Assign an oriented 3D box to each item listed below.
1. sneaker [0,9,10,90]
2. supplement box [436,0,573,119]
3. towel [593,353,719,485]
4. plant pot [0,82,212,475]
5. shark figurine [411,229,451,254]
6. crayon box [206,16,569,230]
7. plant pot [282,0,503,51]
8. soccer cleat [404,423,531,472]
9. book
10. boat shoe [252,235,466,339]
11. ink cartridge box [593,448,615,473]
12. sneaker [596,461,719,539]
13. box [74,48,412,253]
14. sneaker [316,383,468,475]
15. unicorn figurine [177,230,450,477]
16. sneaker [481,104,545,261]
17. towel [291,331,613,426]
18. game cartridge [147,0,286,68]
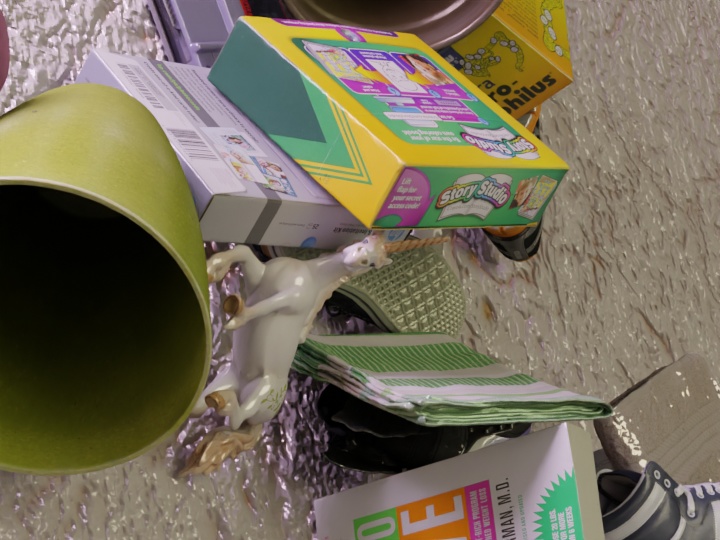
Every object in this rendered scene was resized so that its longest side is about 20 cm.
[{"bbox_3d":[-0.276,-0.080,0.958,0.200,0.088,0.081,-57,162,-32],"label":"sneaker"},{"bbox_3d":[0.102,-0.230,1.538,0.109,0.109,0.200,33,39,-32],"label":"supplement box"},{"bbox_3d":[0.247,0.140,1.351,0.200,0.034,0.133,-23,85,-58],"label":"towel"},{"bbox_3d":[-0.168,-0.020,1.003,0.187,0.187,0.200,50,22,-25],"label":"plant pot"},{"bbox_3d":[0.041,-0.068,1.399,0.128,0.089,0.215,-10,81,-58],"label":"shark figurine"},{"bbox_3d":[0.022,-0.100,1.228,0.173,0.058,0.200,45,27,28],"label":"crayon box"},{"bbox_3d":[0.019,-0.297,1.428,0.200,0.200,0.174,44,20,-32],"label":"plant pot"},{"bbox_3d":[0.081,0.158,1.348,0.200,0.068,0.073,-42,129,-60],"label":"soccer cleat"},{"bbox_3d":[0.067,0.192,1.164,0.048,0.200,0.134,28,48,-48],"label":"book"},{"bbox_3d":[0.000,0.000,1.303,0.200,0.062,0.075,27,80,-36],"label":"boat shoe"},{"bbox_3d":[0.167,0.240,1.333,0.145,0.145,0.200,61,32,-7],"label":"ink cartridge box"},{"bbox_3d":[0.232,0.162,1.237,0.200,0.070,0.109,-31,93,-33],"label":"sneaker"},{"bbox_3d":[-0.074,-0.078,1.193,0.200,0.041,0.156,1,39,-48],"label":"box"},{"bbox_3d":[0.018,0.096,1.272,0.104,0.060,0.200,20,17,-10],"label":"sneaker"},{"bbox_3d":[-0.055,0.035,1.139,0.074,0.200,0.137,43,22,26],"label":"unicorn figurine"},{"bbox_3d":[0.126,-0.094,1.562,0.077,0.078,0.200,63,25,-47],"label":"sneaker"},{"bbox_3d":[0.049,0.070,1.197,0.152,0.200,0.023,1,99,-30],"label":"towel"},{"bbox_3d":[-0.115,-0.221,1.315,0.130,0.038,0.200,-15,84,-53],"label":"game cartridge"}]
